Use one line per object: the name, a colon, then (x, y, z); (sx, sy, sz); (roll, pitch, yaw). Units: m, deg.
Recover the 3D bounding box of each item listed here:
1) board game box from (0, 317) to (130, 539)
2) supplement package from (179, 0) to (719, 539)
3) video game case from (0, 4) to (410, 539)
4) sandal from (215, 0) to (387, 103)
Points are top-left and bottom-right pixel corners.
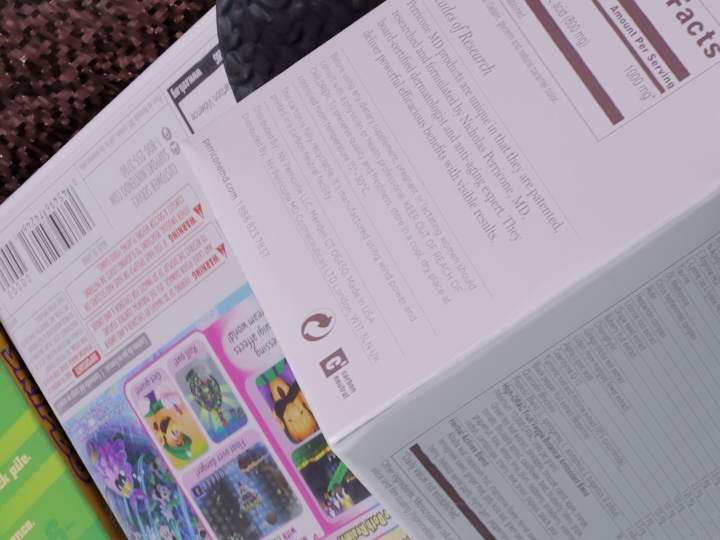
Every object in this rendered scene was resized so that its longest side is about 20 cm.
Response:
board game box: (-0.122, 0.098, 0.848); (0.095, 0.030, 0.200); (-30, 97, 12)
supplement package: (0.081, -0.022, 0.592); (0.200, 0.110, 0.114); (-34, 135, 4)
video game case: (-0.024, 0.028, 0.764); (0.200, 0.024, 0.182); (-36, 84, 48)
sandal: (-0.001, -0.109, 0.610); (0.075, 0.045, 0.201); (-2, 125, 5)
